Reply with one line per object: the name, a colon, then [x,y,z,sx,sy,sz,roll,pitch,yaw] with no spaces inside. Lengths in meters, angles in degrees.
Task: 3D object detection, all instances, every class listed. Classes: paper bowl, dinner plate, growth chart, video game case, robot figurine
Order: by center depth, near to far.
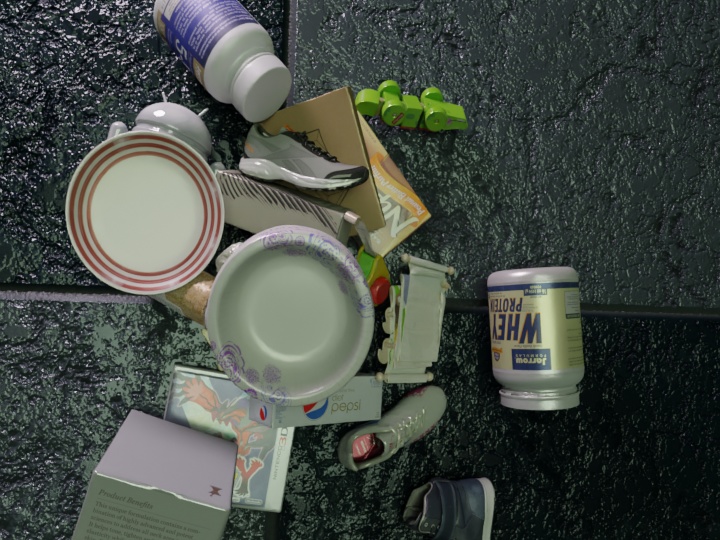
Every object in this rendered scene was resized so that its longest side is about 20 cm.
paper bowl: [-0.082,0.049,0.685,0.192,0.104,0.209,-1,100,-5]
dinner plate: [-0.273,-0.073,0.725,0.192,0.024,0.209,0,89,-12]
robot figurine: [-0.278,-0.146,0.797,0.164,0.112,0.208,18,82,-19]
video game case: [-0.196,0.249,0.833,0.192,0.023,0.190,11,84,-11]
growth chart: [0.085,0.077,0.873,0.142,0.017,0.208,19,79,-40]

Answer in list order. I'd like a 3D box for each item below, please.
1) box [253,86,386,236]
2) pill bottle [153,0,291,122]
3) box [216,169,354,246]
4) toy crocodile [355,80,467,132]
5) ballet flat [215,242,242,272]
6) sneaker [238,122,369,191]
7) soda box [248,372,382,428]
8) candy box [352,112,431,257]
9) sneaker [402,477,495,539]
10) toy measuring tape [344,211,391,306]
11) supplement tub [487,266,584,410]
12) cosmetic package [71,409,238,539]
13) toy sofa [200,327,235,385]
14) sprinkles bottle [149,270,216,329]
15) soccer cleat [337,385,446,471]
box: [-0.060,-0.145,0.835,0.158,0.021,0.208,-13,100,18]
pill bottle: [-0.191,-0.314,0.799,0.119,0.120,0.201,-39,76,-11]
box: [-0.112,-0.082,0.809,0.193,0.082,0.071,19,104,8]
toy crocodile: [0.083,-0.256,0.912,0.192,0.063,0.069,4,50,-17]
ballet flat: [-0.105,0.016,0.766,0.195,0.072,0.074,27,81,-5]
sneaker: [-0.080,-0.157,0.788,0.193,0.074,0.083,14,103,13]
soda box: [-0.059,0.180,0.802,0.195,0.067,0.067,9,82,-41]
candy box: [0.008,-0.128,0.886,0.114,0.055,0.203,-37,94,-10]
sneaker: [0.130,0.424,0.856,0.141,0.077,0.211,10,74,-23]
toy measuring tape: [0.000,0.000,0.821,0.071,0.202,0.076,-8,57,13]
supplement tub: [0.274,0.103,0.882,0.139,0.145,0.209,-2,86,-12]
cosmetic package: [-0.265,0.327,0.718,0.162,0.166,0.207,21,96,-12]
toy sofa: [-0.128,0.075,0.829,0.197,0.083,0.099,-36,90,-12]
sprinkles bottle: [-0.240,0.024,0.770,0.195,0.068,0.070,23,81,24]
soccer cleat: [0.057,0.245,0.855,0.195,0.086,0.072,-28,92,-13]
